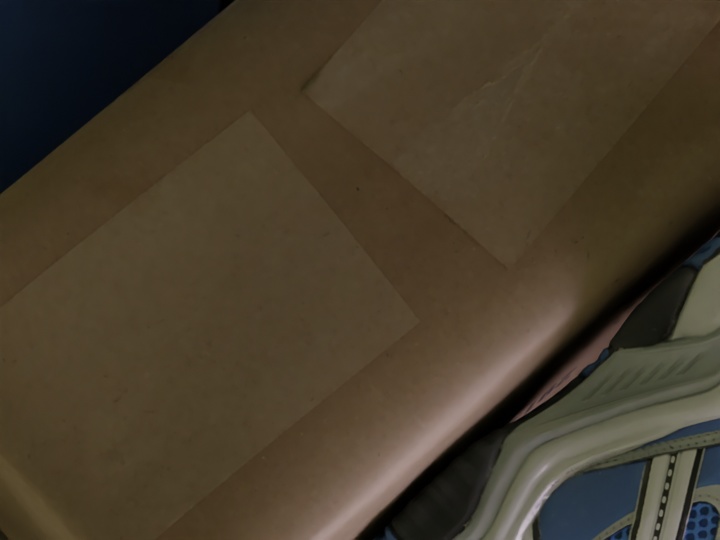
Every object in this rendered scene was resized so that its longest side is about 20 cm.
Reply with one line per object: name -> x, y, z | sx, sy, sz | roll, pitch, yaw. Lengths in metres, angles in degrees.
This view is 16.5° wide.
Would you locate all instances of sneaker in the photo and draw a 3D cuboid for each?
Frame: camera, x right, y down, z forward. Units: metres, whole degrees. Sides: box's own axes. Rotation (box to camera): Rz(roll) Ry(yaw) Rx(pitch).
sneaker -> 0.057, 0.060, 0.520 | 0.200, 0.077, 0.076 | -43, 172, 19

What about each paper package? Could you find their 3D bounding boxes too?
paper package -> 0.000, 0.004, 0.591 | 0.200, 0.104, 0.191 | -41, 170, -12

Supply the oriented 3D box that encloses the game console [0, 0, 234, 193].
game console -> -0.025, -0.058, 0.577 | 0.200, 0.116, 0.177 | -23, 129, -61
